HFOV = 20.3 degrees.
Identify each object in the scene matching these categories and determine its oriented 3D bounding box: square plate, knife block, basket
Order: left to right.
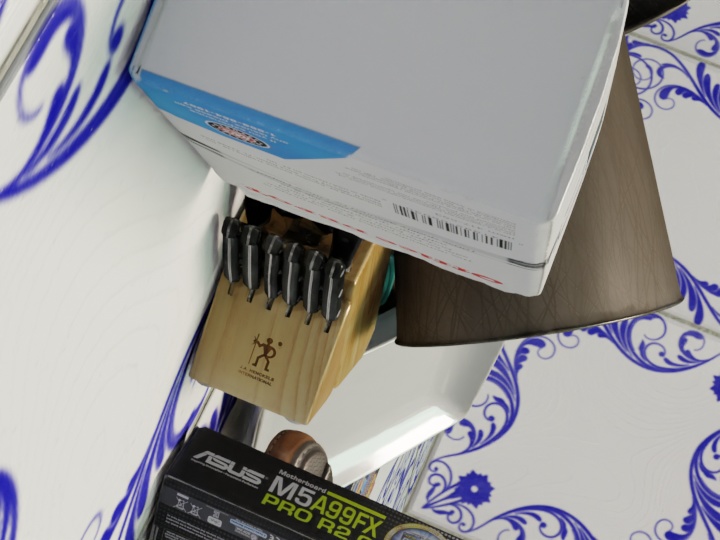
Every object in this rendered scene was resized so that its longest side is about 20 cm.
[{"bbox_3d":[-0.016,-0.025,0.965,0.200,0.064,0.176,-44,156,-74],"label":"knife block"},{"bbox_3d":[0.003,0.075,1.205,0.200,0.028,0.198,-26,156,-27],"label":"square plate"},{"bbox_3d":[0.081,-0.073,1.030,0.180,0.136,0.201,-10,94,-52],"label":"basket"}]

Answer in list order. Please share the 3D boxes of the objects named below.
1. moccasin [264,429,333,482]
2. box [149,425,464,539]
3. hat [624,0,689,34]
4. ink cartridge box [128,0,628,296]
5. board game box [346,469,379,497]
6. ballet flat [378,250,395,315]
[{"bbox_3d":[-0.072,0.165,1.132,0.074,0.078,0.202,-38,156,-46],"label":"moccasin"},{"bbox_3d":[-0.017,0.184,1.037,0.044,0.200,0.161,-58,167,-49],"label":"box"},{"bbox_3d":[0.108,-0.203,1.124,0.081,0.200,0.201,51,53,-41],"label":"hat"},{"bbox_3d":[0.013,-0.061,0.733,0.200,0.146,0.086,52,58,-83],"label":"ink cartridge box"},{"bbox_3d":[-0.011,0.117,1.461,0.200,0.062,0.200,93,20,-73],"label":"board game box"},{"bbox_3d":[0.000,0.000,1.189,0.200,0.067,0.071,103,-3,-63],"label":"ballet flat"}]
